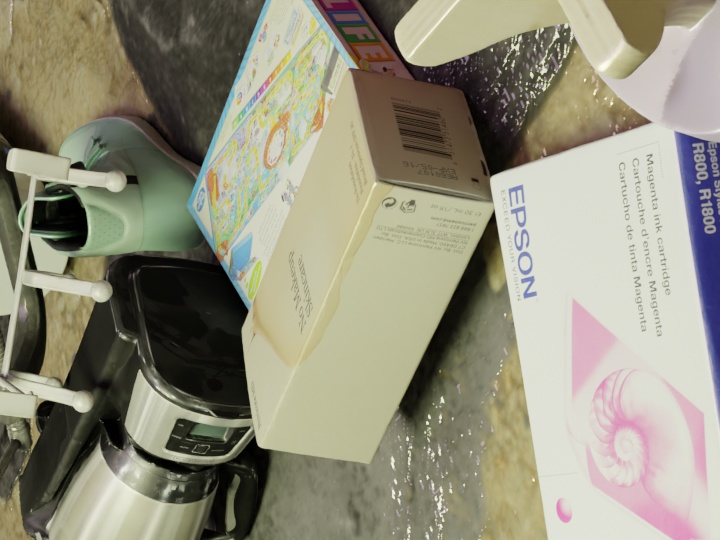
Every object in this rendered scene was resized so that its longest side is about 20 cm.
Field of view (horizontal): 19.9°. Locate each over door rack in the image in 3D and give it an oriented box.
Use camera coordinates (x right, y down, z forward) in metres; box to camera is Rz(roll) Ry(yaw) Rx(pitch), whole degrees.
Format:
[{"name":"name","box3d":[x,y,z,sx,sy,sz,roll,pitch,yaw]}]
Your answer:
[{"name":"over door rack","box3d":[-0.180,0.009,1.210,0.200,0.066,0.148,-172,90,-85]}]

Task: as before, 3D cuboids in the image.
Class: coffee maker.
[{"name":"coffee maker","box3d":[-0.145,0.088,1.325,0.192,0.134,0.200,48,128,29]}]

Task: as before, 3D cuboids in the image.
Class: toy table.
[{"name":"toy table","box3d":[0.110,-0.150,0.904,0.184,0.117,0.200,-56,46,24]}]

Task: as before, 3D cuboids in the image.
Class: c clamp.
[{"name":"c clamp","box3d":[-0.232,0.023,1.324,0.171,0.027,0.201,-72,-23,-63]}]

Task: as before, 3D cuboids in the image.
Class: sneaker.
[{"name":"sneaker","box3d":[-0.189,-0.060,1.397,0.200,0.118,0.074,25,116,54]}]

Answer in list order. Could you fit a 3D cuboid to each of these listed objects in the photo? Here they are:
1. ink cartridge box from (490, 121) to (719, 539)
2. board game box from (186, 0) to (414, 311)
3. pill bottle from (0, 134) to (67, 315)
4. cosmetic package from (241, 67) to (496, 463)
[{"name":"ink cartridge box","box3d":[0.146,0.030,0.973,0.200,0.043,0.197,-18,79,57]},{"name":"board game box","box3d":[-0.037,-0.069,1.241,0.135,0.034,0.200,58,138,35]},{"name":"pill bottle","box3d":[-0.308,-0.055,1.583,0.200,0.113,0.114,43,129,45]},{"name":"cosmetic package","box3d":[0.000,0.000,1.139,0.104,0.073,0.200,-103,30,-48]}]
